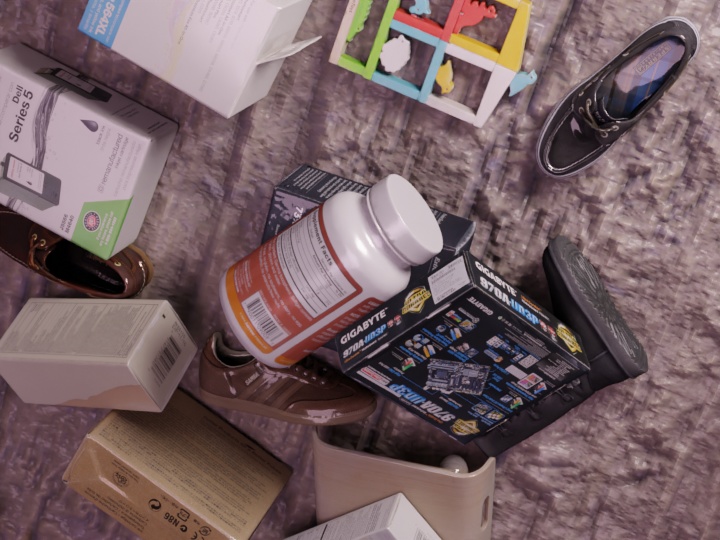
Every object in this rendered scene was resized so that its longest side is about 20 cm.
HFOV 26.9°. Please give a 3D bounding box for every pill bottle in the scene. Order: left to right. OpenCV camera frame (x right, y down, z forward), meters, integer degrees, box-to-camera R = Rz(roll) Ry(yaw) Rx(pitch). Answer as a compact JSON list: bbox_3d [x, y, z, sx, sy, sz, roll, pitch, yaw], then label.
[{"bbox_3d":[-0.026,-0.002,1.407,0.199,0.112,0.113,-33,96,22],"label":"pill bottle"}]

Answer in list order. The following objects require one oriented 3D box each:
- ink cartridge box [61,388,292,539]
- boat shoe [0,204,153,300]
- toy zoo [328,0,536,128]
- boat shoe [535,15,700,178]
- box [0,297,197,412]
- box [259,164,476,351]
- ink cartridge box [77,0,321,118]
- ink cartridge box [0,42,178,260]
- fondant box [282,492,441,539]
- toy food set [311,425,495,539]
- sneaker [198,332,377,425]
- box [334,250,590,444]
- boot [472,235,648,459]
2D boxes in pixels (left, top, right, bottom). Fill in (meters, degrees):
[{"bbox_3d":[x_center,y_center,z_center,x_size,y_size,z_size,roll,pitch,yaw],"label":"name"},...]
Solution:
[{"bbox_3d":[-0.192,0.219,1.608,0.199,0.165,0.075,35,116,3],"label":"ink cartridge box"},{"bbox_3d":[-0.323,-0.023,1.620,0.198,0.070,0.071,18,112,11],"label":"boat shoe"},{"bbox_3d":[0.080,-0.226,1.467,0.199,0.020,0.132,23,112,7],"label":"toy zoo"},{"bbox_3d":[0.240,-0.158,1.420,0.200,0.066,0.070,-41,93,23],"label":"boat shoe"},{"bbox_3d":[-0.284,0.087,1.594,0.198,0.095,0.078,1,137,34],"label":"box"},{"bbox_3d":[0.000,0.000,1.517,0.198,0.104,0.149,20,111,8],"label":"box"},{"bbox_3d":[-0.146,-0.247,1.465,0.199,0.129,0.126,32,113,4],"label":"ink cartridge box"},{"bbox_3d":[-0.312,-0.126,1.575,0.199,0.084,0.146,27,112,6],"label":"ink cartridge box"},{"bbox_3d":[0.004,0.334,1.613,0.199,0.058,0.145,-27,113,33],"label":"fondant box"},{"bbox_3d":[0.042,0.235,1.603,0.198,0.061,0.144,11,130,13],"label":"toy food set"},{"bbox_3d":[-0.080,0.113,1.594,0.198,0.070,0.076,5,108,13],"label":"sneaker"},{"bbox_3d":[0.099,0.078,1.420,0.158,0.046,0.199,-34,136,24],"label":"box"},{"bbox_3d":[0.165,0.080,1.524,0.199,0.066,0.166,-31,95,26],"label":"boot"}]
